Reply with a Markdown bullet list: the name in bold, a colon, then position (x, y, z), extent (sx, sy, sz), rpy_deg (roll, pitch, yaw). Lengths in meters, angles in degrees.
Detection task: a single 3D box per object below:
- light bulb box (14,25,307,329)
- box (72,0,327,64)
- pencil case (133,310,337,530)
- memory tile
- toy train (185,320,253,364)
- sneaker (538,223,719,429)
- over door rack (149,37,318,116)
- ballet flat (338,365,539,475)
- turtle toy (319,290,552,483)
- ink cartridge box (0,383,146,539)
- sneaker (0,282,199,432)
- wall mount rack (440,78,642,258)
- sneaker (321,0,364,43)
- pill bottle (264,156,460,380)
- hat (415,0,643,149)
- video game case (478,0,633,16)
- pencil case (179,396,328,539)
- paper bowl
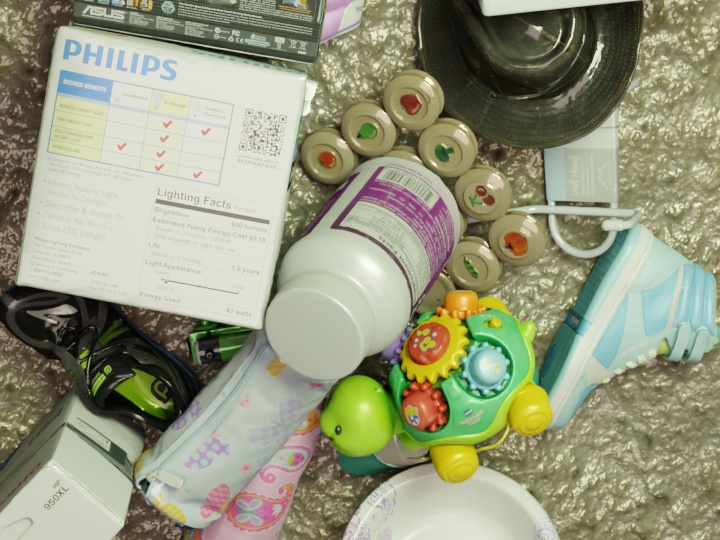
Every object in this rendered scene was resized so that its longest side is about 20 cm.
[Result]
- **light bulb box**: position (-0.152, -0.077, 1.320), extent (0.197, 0.125, 0.201), rpy_deg (11, 99, -4)
- **box**: position (-0.118, -0.255, 1.301), extent (0.199, 0.044, 0.161), rpy_deg (9, 121, -1)
- **pencil case**: position (-0.104, 0.123, 1.392), extent (0.090, 0.083, 0.200), rpy_deg (22, 118, -44)
- **memory tile**: position (0.052, -0.061, 1.423), extent (0.153, 0.017, 0.200), rpy_deg (-29, 106, 34)
- **toy train**: position (-0.055, 0.054, 1.462), extent (0.199, 0.056, 0.042), rpy_deg (-10, 106, -1)
- **sneaker**: position (0.243, 0.071, 1.471), extent (0.130, 0.080, 0.201), rpy_deg (25, 104, -8)
- **over door rack**: position (-0.129, -0.085, 1.417), extent (0.147, 0.067, 0.201), rpy_deg (15, 99, -6)
- **ballet flat**: position (0.067, 0.131, 1.482), extent (0.199, 0.070, 0.068), rpy_deg (-27, 106, 5)
- **turtle toy**: position (0.060, 0.096, 1.406), extent (0.199, 0.146, 0.101), rpy_deg (-34, 133, 12)
- **ink cartridge box**: position (-0.264, 0.198, 1.416), extent (0.084, 0.200, 0.145), rpy_deg (41, 100, -11)
- **sneaker**: position (-0.223, 0.072, 1.445), extent (0.199, 0.083, 0.071), rpy_deg (36, 101, -11)
- **wall mount rack**: position (0.151, -0.101, 1.425), extent (0.173, 0.075, 0.201), rpy_deg (3, 106, 25)
- **sneaker**: position (-0.093, -0.228, 1.376), extent (0.199, 0.073, 0.115), rpy_deg (1, 108, -3)
- **pill bottle**: position (0.000, 0.000, 1.346), extent (0.112, 0.200, 0.113), rpy_deg (12, 125, 18)
- **hat**: position (0.123, -0.196, 1.347), extent (0.199, 0.081, 0.202), rpy_deg (-2, 86, 22)
- **video game case**: position (0.182, -0.266, 1.327), extent (0.199, 0.182, 0.023), rpy_deg (-6, 131, -1)
- **pencil case**: position (-0.090, 0.181, 1.483), extent (0.087, 0.087, 0.201), rpy_deg (23, 102, -9)
- **paper bowl**: position (0.080, 0.278, 1.479), extent (0.199, 0.104, 0.202), rpy_deg (-2, 66, 4)
